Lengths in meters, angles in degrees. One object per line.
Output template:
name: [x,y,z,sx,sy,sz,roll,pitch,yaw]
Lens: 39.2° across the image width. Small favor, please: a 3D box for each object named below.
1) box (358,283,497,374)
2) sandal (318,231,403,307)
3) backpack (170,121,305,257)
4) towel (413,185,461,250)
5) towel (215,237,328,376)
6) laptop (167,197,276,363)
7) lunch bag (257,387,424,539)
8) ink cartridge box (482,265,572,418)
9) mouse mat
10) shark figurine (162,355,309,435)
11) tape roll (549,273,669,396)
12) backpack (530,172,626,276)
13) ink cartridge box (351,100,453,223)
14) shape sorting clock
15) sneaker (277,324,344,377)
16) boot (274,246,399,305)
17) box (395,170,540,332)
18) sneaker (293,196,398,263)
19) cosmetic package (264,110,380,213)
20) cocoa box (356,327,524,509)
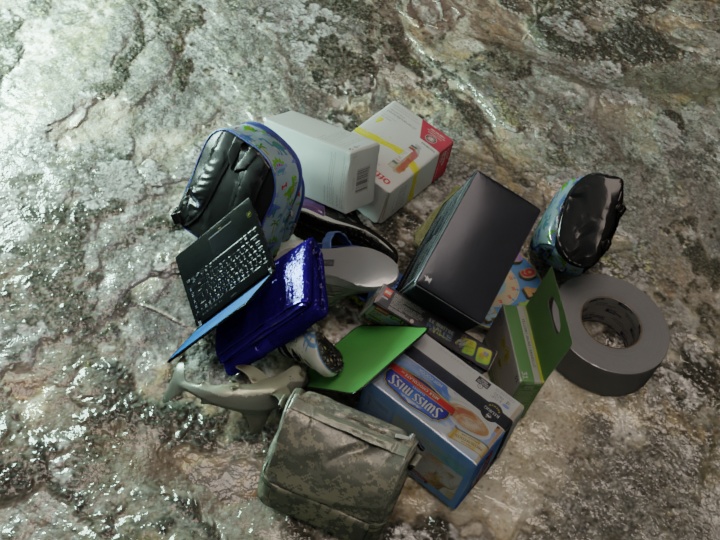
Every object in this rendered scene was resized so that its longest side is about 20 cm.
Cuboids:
box: [0.099,0.096,1.529,0.199,0.110,0.035,31,71,-3]
sandal: [0.000,0.000,1.630,0.198,0.088,0.080,23,47,4]
backpack: [-0.180,-0.131,1.621,0.182,0.201,0.146,37,32,20]
towel: [0.186,-0.067,1.726,0.147,0.037,0.200,26,42,14]
towel: [-0.137,0.050,1.496,0.049,0.199,0.149,33,35,-41]
laptop: [-0.222,0.012,1.490,0.103,0.177,0.202,15,47,-54]
lunch bag: [-0.027,0.253,1.358,0.198,0.169,0.140,22,49,5]
ink cartridge box: [0.247,0.109,1.520,0.047,0.201,0.147,3,50,-13]
mouse mat: [-0.004,0.126,1.470,0.161,0.199,0.008,-39,108,-27]
shark figurine: [-0.173,0.188,1.425,0.212,0.091,0.128,0,23,-11]
tape roll: [0.399,0.103,1.651,0.198,0.067,0.202,6,50,-7]
backpack: [0.362,-0.067,1.700,0.152,0.200,0.165,20,82,19]
ink cartridge box: [0.049,-0.196,1.804,0.145,0.084,0.200,37,52,17]
shape sorting clock: [0.217,0.019,1.696,0.197,0.039,0.202,7,50,-8]
sneaker: [-0.080,0.114,1.488,0.072,0.072,0.200,-41,26,-2]
boot: [-0.034,0.015,1.583,0.197,0.096,0.074,7,58,12]
box: [0.154,-0.016,1.531,0.122,0.198,0.201,30,77,-2]
sneaker: [-0.017,-0.075,1.698,0.198,0.076,0.088,26,44,10]
cosmetic package: [-0.071,-0.186,1.709,0.199,0.114,0.081,28,34,32]
cocoa box: [0.107,0.211,1.447,0.199,0.134,0.131,36,52,17]
